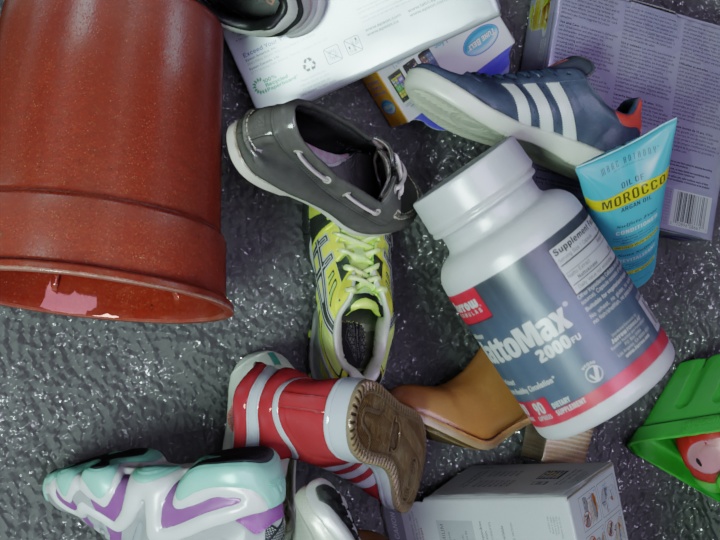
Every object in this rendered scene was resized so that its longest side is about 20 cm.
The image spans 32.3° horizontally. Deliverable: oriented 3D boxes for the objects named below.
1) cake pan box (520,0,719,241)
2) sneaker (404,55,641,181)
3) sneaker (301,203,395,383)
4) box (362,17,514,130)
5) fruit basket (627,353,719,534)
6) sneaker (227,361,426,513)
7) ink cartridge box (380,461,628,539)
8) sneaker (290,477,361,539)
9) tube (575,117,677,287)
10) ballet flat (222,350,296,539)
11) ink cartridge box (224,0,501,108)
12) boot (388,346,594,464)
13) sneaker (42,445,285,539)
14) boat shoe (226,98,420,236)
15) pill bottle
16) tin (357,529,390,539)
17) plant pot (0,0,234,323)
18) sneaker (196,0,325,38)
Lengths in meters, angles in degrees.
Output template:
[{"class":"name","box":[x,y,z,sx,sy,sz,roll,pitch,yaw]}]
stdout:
[{"class":"cake pan box","box":[0.225,-0.130,1.048,0.198,0.052,0.186,9,89,-22]},{"class":"sneaker","box":[0.130,-0.134,0.954,0.198,0.075,0.085,20,86,-20]},{"class":"sneaker","box":[0.000,0.000,0.943,0.075,0.076,0.202,-3,89,-20]},{"class":"box","box":[0.034,-0.210,0.976,0.119,0.041,0.201,-37,105,-17]},{"class":"fruit basket","box":[0.329,0.175,1.009,0.155,0.215,0.217,30,80,-19]},{"class":"sneaker","box":[-0.024,0.119,0.887,0.111,0.200,0.072,6,67,21]},{"class":"ink cartridge box","box":[0.123,0.259,0.974,0.084,0.174,0.202,-18,98,-51]},{"class":"sneaker","box":[-0.031,0.225,0.842,0.080,0.075,0.201,-13,128,-10]},{"class":"tube","box":[0.201,-0.048,0.942,0.077,0.200,0.051,-30,63,-3]},{"class":"ballet flat","box":[-0.073,0.161,0.920,0.069,0.069,0.202,4,89,-22]},{"class":"ink cartridge box","box":[-0.023,-0.239,0.902,0.195,0.043,0.201,-21,100,12]},{"class":"boot","box":[0.114,0.067,0.990,0.198,0.077,0.157,13,84,-19]},{"class":"sneaker","box":[-0.132,0.194,0.834,0.077,0.199,0.141,-10,93,-54]},{"class":"boat shoe","box":[-0.007,-0.070,0.869,0.199,0.057,0.068,16,59,-50]},{"class":"pill bottle","box":[0.129,0.010,0.911,0.119,0.120,0.201,-35,93,-18]},{"class":"tin","box":[-0.053,0.254,0.917,0.198,0.042,0.113,-12,131,-22]},{"class":"plant pot","box":[-0.173,-0.077,0.821,0.199,0.200,0.197,8,79,-22]},{"class":"sneaker","box":[-0.123,-0.215,0.861,0.198,0.080,0.074,18,108,4]}]
